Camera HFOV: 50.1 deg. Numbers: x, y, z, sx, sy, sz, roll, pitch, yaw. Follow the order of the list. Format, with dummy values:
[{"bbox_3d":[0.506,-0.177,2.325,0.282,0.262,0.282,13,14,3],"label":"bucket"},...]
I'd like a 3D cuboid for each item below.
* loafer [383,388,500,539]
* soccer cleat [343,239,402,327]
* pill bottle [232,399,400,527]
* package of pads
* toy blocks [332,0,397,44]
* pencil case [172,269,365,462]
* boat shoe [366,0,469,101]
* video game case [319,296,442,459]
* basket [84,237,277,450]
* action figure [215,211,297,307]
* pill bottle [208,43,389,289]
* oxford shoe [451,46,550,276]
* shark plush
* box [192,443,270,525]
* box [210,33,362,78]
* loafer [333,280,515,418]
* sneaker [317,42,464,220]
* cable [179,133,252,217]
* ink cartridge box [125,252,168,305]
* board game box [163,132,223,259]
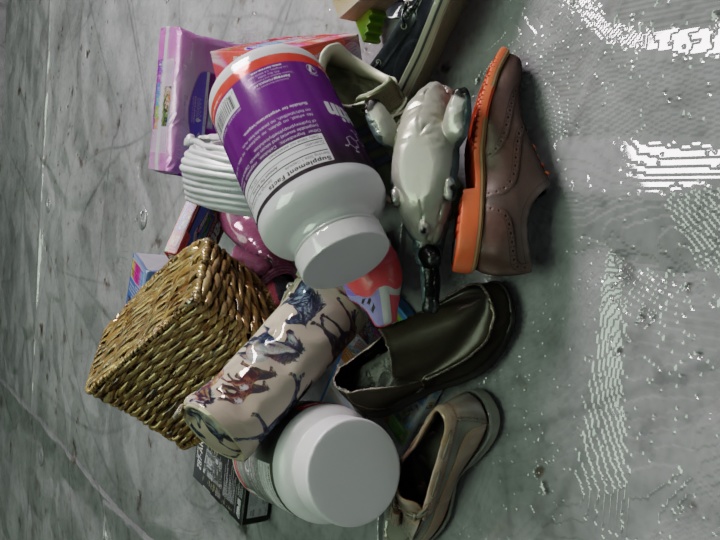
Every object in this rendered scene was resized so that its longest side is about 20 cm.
[{"bbox_3d":[0.058,0.190,0.722,0.072,0.063,0.201,52,129,40],"label":"loafer"},{"bbox_3d":[0.000,0.000,0.768,0.200,0.066,0.077,-142,43,-77],"label":"soccer cleat"},{"bbox_3d":[-0.049,0.189,0.777,0.200,0.113,0.115,-13,78,63],"label":"pill bottle"},{"bbox_3d":[-0.225,-0.230,1.082,0.075,0.120,0.201,12,98,48],"label":"package of pads"},{"bbox_3d":[0.014,-0.360,0.791,0.136,0.100,0.201,-28,77,41],"label":"toy blocks"},{"bbox_3d":[-0.087,0.091,0.755,0.089,0.200,0.078,36,153,12],"label":"pencil case"},{"bbox_3d":[0.058,-0.242,0.723,0.062,0.075,0.201,36,128,10],"label":"boat shoe"},{"bbox_3d":[0.018,0.130,0.820,0.143,0.018,0.201,51,129,43],"label":"video game case"},{"bbox_3d":[-0.184,0.080,0.873,0.200,0.149,0.143,-39,30,23],"label":"basket"},{"bbox_3d":[-0.111,-0.019,0.958,0.149,0.134,0.200,-42,50,12],"label":"action figure"},{"bbox_3d":[-0.050,-0.088,0.659,0.113,0.112,0.201,-50,56,41],"label":"pill bottle"},{"bbox_3d":[0.124,-0.091,0.655,0.071,0.072,0.201,77,-158,-80],"label":"oxford shoe"},{"bbox_3d":[0.071,-0.068,0.655,0.090,0.083,0.201,-15,77,20],"label":"shark plush"},{"bbox_3d":[-0.169,0.218,1.054,0.160,0.043,0.201,18,103,53],"label":"box"},{"bbox_3d":[-0.084,-0.209,0.880,0.200,0.094,0.103,24,129,54],"label":"box"},{"bbox_3d":[0.053,0.076,0.700,0.200,0.071,0.073,-40,52,27],"label":"loafer"},{"bbox_3d":[0.021,-0.134,0.719,0.200,0.067,0.090,46,157,21],"label":"sneaker"},{"bbox_3d":[-0.092,-0.099,0.826,0.200,0.199,0.070,-125,39,-72],"label":"cable"},{"bbox_3d":[-0.270,0.083,1.119,0.076,0.136,0.201,40,121,53],"label":"ink cartridge box"},{"bbox_3d":[-0.194,-0.083,0.999,0.103,0.019,0.201,82,-157,-62],"label":"board game box"}]
